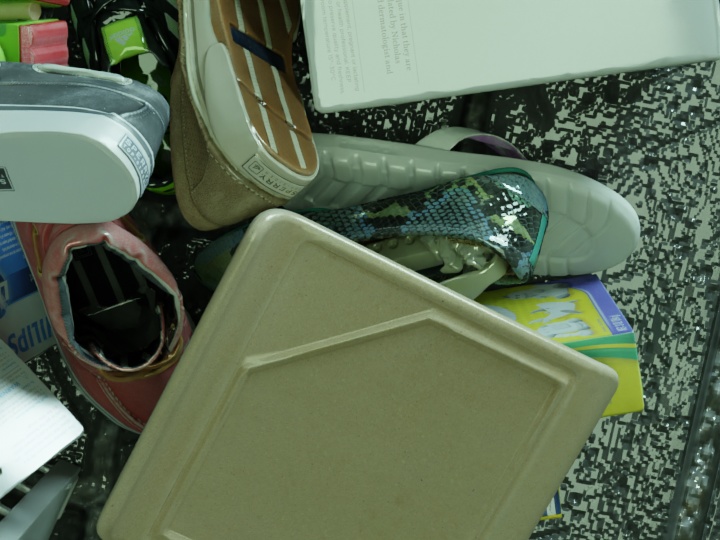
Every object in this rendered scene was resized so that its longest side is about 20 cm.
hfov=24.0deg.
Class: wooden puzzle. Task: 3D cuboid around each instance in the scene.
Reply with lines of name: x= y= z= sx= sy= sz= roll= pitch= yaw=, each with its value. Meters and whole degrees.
wooden puzzle: x=-0.001 y=0.086 z=0.815 sx=0.200 sy=0.037 sz=0.185 roll=25 pitch=104 yaw=-14

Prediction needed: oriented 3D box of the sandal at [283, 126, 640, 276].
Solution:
sandal: x=0.054 y=-0.048 z=0.899 sx=0.202 sy=0.083 sz=0.050 roll=12 pitch=55 yaw=-10

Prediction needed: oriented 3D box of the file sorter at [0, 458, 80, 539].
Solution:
file sorter: x=-0.242 y=0.157 z=0.854 sx=0.124 sy=0.200 sz=0.139 roll=26 pitch=97 yaw=0

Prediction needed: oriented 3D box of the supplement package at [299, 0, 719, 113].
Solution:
supplement package: x=0.068 y=-0.151 z=0.854 sx=0.199 sy=0.117 sz=0.118 roll=-8 pitch=98 yaw=1

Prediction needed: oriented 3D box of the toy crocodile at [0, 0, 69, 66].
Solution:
toy crocodile: x=-0.168 y=-0.139 z=0.825 sx=0.062 sy=0.067 sz=0.201 roll=5 pitch=99 yaw=25

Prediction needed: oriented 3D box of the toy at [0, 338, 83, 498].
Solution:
toy: x=-0.240 y=0.040 z=0.787 sx=0.200 sy=0.115 sz=0.047 roll=47 pitch=140 yaw=4

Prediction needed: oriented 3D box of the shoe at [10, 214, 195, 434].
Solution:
shoe: x=-0.119 y=0.033 z=0.847 sx=0.071 sy=0.091 sz=0.200 roll=-25 pitch=131 yaw=-7

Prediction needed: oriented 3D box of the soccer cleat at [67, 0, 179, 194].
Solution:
soccer cleat: x=-0.120 y=-0.135 z=0.870 sx=0.067 sy=0.081 sz=0.200 roll=-17 pitch=98 yaw=1

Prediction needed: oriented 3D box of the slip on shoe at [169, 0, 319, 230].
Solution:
slip on shoe: x=-0.067 y=-0.103 z=0.838 sx=0.061 sy=0.200 sz=0.076 roll=-37 pitch=137 yaw=27

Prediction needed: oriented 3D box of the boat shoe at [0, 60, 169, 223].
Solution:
boat shoe: x=-0.185 y=-0.068 z=0.776 sx=0.199 sy=0.068 sz=0.072 roll=2 pitch=133 yaw=15

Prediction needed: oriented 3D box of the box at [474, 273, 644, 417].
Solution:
box: x=0.037 y=0.050 z=0.882 sx=0.199 sy=0.117 sz=0.048 roll=-11 pitch=105 yaw=0

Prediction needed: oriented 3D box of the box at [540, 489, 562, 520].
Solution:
box: x=0.005 y=0.108 z=0.917 sx=0.199 sy=0.064 sz=0.070 roll=-9 pitch=99 yaw=-1

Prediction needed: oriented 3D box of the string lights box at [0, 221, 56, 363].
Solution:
string lights box: x=-0.215 y=-0.045 z=0.866 sx=0.059 sy=0.103 sz=0.200 roll=-10 pitch=98 yaw=17

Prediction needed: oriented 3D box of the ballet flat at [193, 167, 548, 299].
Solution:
ballet flat: x=0.000 y=0.000 z=0.867 sx=0.200 sy=0.074 sz=0.074 roll=-16 pitch=99 yaw=25
